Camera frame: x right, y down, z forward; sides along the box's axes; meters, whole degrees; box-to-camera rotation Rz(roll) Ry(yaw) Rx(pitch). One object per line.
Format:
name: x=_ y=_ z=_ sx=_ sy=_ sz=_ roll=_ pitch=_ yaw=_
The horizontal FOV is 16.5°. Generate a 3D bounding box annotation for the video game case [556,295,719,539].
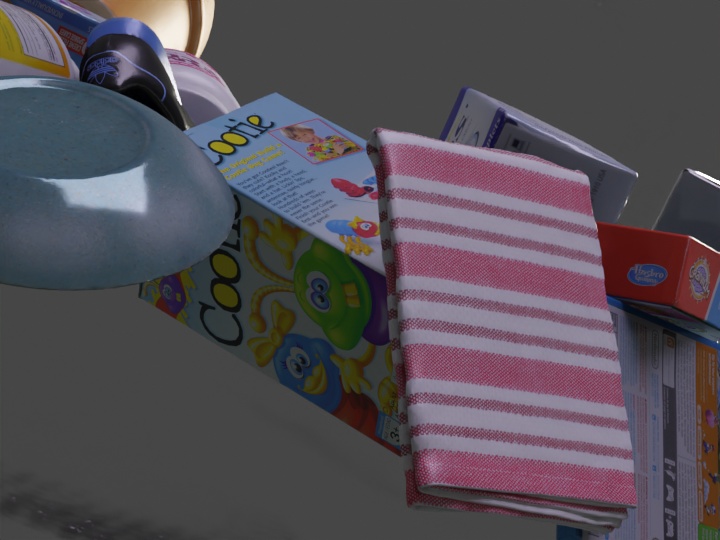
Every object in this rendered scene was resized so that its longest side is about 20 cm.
video game case: x=0.182 y=0.104 z=1.355 sx=0.200 sy=0.143 sz=0.018 roll=22 pitch=-30 yaw=-36

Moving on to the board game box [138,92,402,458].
board game box: x=-0.012 y=0.000 z=1.356 sx=0.200 sy=0.103 sz=0.105 roll=30 pitch=37 yaw=29

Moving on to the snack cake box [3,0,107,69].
snack cake box: x=-0.274 y=-0.154 z=1.675 sx=0.200 sy=0.115 sz=0.067 roll=25 pitch=7 yaw=-8

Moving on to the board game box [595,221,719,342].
board game box: x=0.122 y=-0.001 z=1.436 sx=0.200 sy=0.040 sz=0.153 roll=10 pitch=-6 yaw=29

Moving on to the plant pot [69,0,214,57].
plant pot: x=-0.225 y=-0.192 z=1.951 sx=0.200 sy=0.200 sz=0.183 roll=26 pitch=22 yaw=-6

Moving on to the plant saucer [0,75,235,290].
plant saucer: x=-0.161 y=-0.058 z=1.267 sx=0.200 sy=0.039 sz=0.201 roll=7 pitch=30 yaw=-4

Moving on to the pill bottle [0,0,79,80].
pill bottle: x=-0.241 y=-0.112 z=1.475 sx=0.109 sy=0.109 sz=0.200 roll=28 pitch=6 yaw=20

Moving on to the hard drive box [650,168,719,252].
hard drive box: x=0.220 y=0.032 z=1.758 sx=0.077 sy=0.200 sz=0.156 roll=27 pitch=7 yaw=8

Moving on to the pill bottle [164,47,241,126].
pill bottle: x=-0.134 y=-0.090 z=1.712 sx=0.113 sy=0.114 sz=0.200 roll=25 pitch=6 yaw=-11

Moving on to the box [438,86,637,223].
box: x=0.093 y=-0.017 z=1.727 sx=0.105 sy=0.184 sz=0.200 roll=24 pitch=6 yaw=-9

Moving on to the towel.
towel: x=0.068 y=0.030 z=1.250 sx=0.146 sy=0.200 sz=0.030 roll=11 pitch=-27 yaw=-39

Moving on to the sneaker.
sneaker: x=-0.120 y=-0.060 z=1.555 sx=0.200 sy=0.070 sz=0.078 roll=59 pitch=20 yaw=-31
